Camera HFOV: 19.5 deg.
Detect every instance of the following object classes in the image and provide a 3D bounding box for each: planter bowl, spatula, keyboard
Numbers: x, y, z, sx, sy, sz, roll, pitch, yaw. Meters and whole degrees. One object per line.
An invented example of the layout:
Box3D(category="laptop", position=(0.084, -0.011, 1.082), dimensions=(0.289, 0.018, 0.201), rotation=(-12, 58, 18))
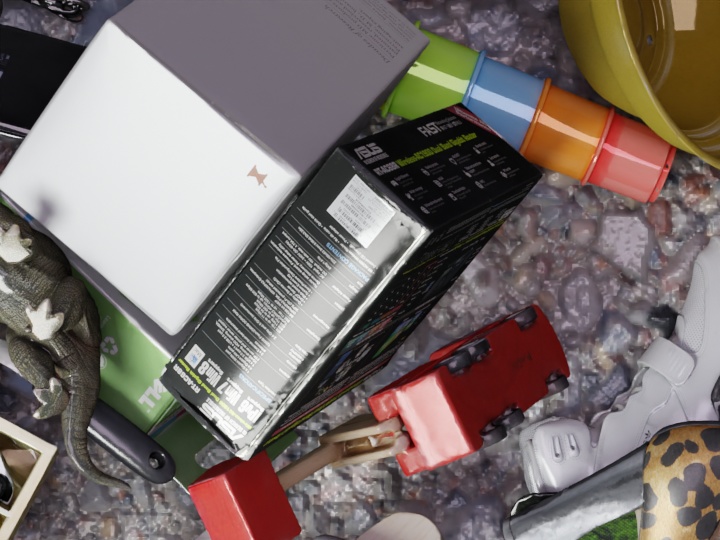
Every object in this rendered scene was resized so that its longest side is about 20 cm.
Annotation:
Box3D(category="planter bowl", position=(0.165, -0.146, 1.134), dimensions=(0.083, 0.200, 0.202), rotation=(-8, 78, 43))
Box3D(category="spatula", position=(-0.176, 0.047, 1.061), dimensions=(0.200, 0.021, 0.057), rotation=(35, 55, 1))
Box3D(category="keyboard", position=(-0.206, -0.122, 1.154), dimensions=(0.199, 0.021, 0.127), rotation=(16, 49, 1))

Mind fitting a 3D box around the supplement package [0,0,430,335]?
Box3D(category="supplement package", position=(-0.068, -0.081, 1.050), dimensions=(0.117, 0.200, 0.117), rotation=(41, 121, -1))

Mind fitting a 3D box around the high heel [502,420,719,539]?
Box3D(category="high heel", position=(0.178, 0.179, 1.053), dimensions=(0.142, 0.071, 0.201), rotation=(-30, 93, 21))

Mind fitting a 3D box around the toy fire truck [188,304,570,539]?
Box3D(category="toy fire truck", position=(0.015, 0.083, 1.088), dimensions=(0.141, 0.200, 0.049), rotation=(-25, 92, 29))

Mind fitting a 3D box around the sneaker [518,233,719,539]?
Box3D(category="sneaker", position=(0.150, 0.072, 1.125), dimensions=(0.114, 0.075, 0.201), rotation=(10, 85, -2))

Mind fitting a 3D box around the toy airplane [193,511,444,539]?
Box3D(category="toy airplane", position=(-0.055, 0.219, 1.068), dimensions=(0.198, 0.141, 0.201), rotation=(3, 82, 0))

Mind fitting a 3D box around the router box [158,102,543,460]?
Box3D(category="router box", position=(0.000, 0.000, 1.049), dimensions=(0.062, 0.200, 0.150), rotation=(41, 111, 9))

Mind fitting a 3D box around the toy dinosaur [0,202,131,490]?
Box3D(category="toy dinosaur", position=(-0.160, 0.014, 1.024), dimensions=(0.077, 0.102, 0.200), rotation=(-42, 99, 13))

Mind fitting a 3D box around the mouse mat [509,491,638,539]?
Box3D(category="mouse mat", position=(0.181, 0.187, 1.099), dimensions=(0.199, 0.008, 0.162), rotation=(-3, 107, 8))

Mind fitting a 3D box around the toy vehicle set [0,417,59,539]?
Box3D(category="toy vehicle set", position=(-0.265, 0.097, 1.027), dimensions=(0.199, 0.027, 0.125), rotation=(27, 80, 0))

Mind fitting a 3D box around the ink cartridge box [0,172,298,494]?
Box3D(category="ink cartridge box", position=(-0.112, 0.023, 1.110), dimensions=(0.200, 0.104, 0.059), rotation=(44, 121, 5))

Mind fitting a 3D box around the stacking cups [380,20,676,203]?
Box3D(category="stacking cups", position=(0.078, -0.094, 1.158), dimensions=(0.199, 0.061, 0.061), rotation=(19, 82, 1))
